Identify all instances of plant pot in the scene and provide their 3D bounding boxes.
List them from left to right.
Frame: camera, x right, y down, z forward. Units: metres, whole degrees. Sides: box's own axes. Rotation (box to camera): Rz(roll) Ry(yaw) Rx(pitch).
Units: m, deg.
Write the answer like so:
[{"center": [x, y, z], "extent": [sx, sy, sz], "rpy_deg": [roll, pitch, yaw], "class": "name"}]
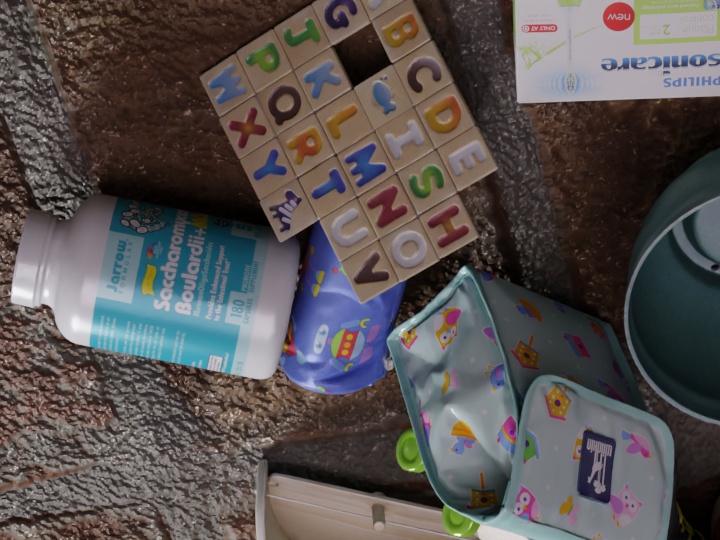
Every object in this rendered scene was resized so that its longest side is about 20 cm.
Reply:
[{"center": [0.280, -0.009, 1.485], "extent": [0.198, 0.135, 0.202], "rpy_deg": [1, 124, 2], "class": "plant pot"}]

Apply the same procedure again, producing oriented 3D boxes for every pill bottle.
[{"center": [-0.149, 0.008, 1.530], "extent": [0.198, 0.111, 0.111], "rpy_deg": [11, 123, -5], "class": "pill bottle"}]

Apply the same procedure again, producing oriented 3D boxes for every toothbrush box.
[{"center": [0.171, -0.219, 1.385], "extent": [0.144, 0.086, 0.201], "rpy_deg": [-1, 124, 4], "class": "toothbrush box"}]

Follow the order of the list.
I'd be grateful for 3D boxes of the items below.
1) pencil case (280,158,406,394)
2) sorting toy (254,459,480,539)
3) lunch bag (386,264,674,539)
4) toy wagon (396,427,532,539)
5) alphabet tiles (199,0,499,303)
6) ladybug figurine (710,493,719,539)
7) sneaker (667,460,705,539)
[{"center": [0.000, 0.000, 1.537], "extent": [0.086, 0.078, 0.201], "rpy_deg": [16, 122, 1], "class": "pencil case"}, {"center": [0.000, 0.258, 1.643], "extent": [0.198, 0.181, 0.107], "rpy_deg": [13, 123, -5], "class": "sorting toy"}, {"center": [0.129, 0.115, 1.506], "extent": [0.170, 0.201, 0.122], "rpy_deg": [22, 124, -39], "class": "lunch bag"}, {"center": [0.119, 0.178, 1.572], "extent": [0.155, 0.200, 0.040], "rpy_deg": [13, 120, -44], "class": "toy wagon"}, {"center": [-0.003, -0.088, 1.455], "extent": [0.166, 0.008, 0.201], "rpy_deg": [-30, 81, 20], "class": "alphabet tiles"}, {"center": [0.362, 0.190, 1.646], "extent": [0.200, 0.072, 0.136], "rpy_deg": [-37, 114, 23], "class": "ladybug figurine"}, {"center": [0.239, 0.213, 1.676], "extent": [0.084, 0.075, 0.201], "rpy_deg": [-1, 132, -4], "class": "sneaker"}]
